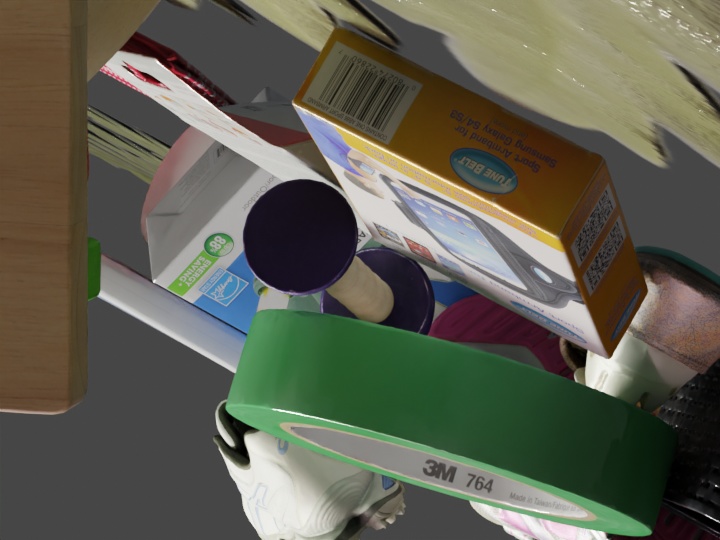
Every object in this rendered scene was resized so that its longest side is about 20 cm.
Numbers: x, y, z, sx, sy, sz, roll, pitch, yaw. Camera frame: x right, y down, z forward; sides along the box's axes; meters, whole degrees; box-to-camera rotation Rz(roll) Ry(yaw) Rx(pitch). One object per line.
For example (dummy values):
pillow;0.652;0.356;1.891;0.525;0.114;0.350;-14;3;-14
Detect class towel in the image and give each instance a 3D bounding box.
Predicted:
towel;-0.134;-0.118;1.675;0.145;0.023;0.200;28;177;19

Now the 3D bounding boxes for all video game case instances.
video game case;-0.070;0.043;1.649;0.200;0.023;0.182;28;178;33

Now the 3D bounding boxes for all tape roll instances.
tape roll;0.041;0.069;1.341;0.200;0.048;0.200;17;171;3

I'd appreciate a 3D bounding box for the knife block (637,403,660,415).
knife block;0.160;0.125;1.565;0.200;0.176;0.064;27;176;36

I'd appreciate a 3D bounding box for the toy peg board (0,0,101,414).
toy peg board;-0.183;-0.062;1.066;0.200;0.199;0.098;3;-169;13

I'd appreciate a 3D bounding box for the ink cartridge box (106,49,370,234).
ink cartridge box;-0.024;-0.066;1.356;0.200;0.047;0.160;33;176;-21

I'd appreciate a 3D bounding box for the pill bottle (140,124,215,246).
pill bottle;-0.018;-0.005;1.643;0.200;0.112;0.112;30;177;-26

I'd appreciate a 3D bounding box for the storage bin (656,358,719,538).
storage bin;0.214;0.095;1.376;0.135;0.094;0.200;29;176;-6

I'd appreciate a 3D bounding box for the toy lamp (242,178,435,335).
toy lamp;-0.004;0.004;1.365;0.058;0.058;0.200;28;174;17

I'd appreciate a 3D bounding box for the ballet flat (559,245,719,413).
ballet flat;0.127;0.031;1.337;0.068;0.067;0.200;29;177;0

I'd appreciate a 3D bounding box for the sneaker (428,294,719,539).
sneaker;0.108;0.104;1.516;0.200;0.081;0.088;45;147;14

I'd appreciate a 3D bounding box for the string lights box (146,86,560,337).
string lights box;0.000;0.000;1.540;0.200;0.103;0.059;30;-151;-27

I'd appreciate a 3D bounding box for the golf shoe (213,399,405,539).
golf shoe;-0.039;0.099;1.607;0.097;0.078;0.200;46;169;-10

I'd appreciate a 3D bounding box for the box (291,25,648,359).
box;0.049;-0.024;1.196;0.119;0.042;0.200;27;168;18

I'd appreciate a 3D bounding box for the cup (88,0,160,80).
cup;-0.189;-0.108;1.175;0.200;0.143;0.200;28;177;2
